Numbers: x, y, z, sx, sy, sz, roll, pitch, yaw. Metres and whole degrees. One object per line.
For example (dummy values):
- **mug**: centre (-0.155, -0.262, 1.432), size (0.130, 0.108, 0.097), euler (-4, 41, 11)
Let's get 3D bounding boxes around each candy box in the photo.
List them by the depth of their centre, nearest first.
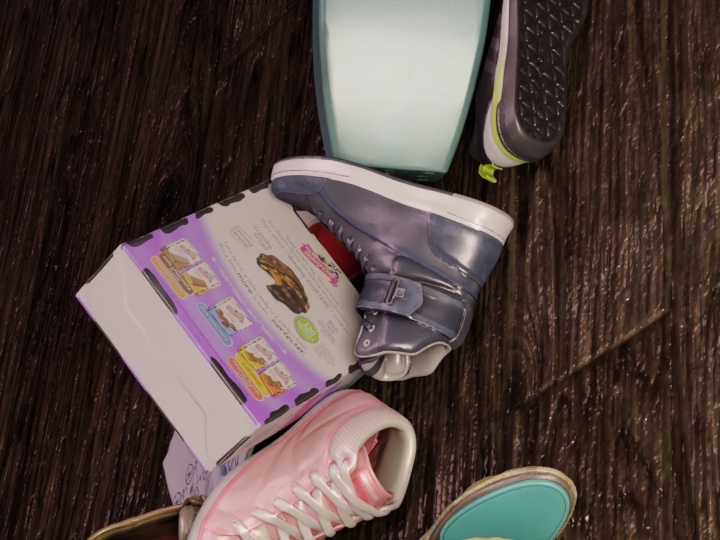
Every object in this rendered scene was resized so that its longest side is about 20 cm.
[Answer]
- **candy box**: centre (-0.090, 0.038, 1.765), size (0.072, 0.168, 0.200), euler (-43, -10, 35)

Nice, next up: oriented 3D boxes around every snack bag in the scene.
- **snack bag**: centre (-0.121, 0.131, 1.930), size (0.189, 0.021, 0.201), euler (-110, 34, -56)

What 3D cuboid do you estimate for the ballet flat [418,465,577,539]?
- **ballet flat**: centre (0.069, 0.186, 1.556), size (0.200, 0.070, 0.071), euler (-49, 29, 25)

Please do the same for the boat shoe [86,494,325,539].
- **boat shoe**: centre (-0.122, 0.209, 1.796), size (0.199, 0.067, 0.074), euler (-20, 45, 16)

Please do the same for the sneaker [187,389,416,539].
- **sneaker**: centre (-0.039, 0.168, 1.706), size (0.200, 0.076, 0.104), euler (-44, 26, -18)

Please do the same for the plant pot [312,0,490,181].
- **plant pot**: centre (0.027, -0.175, 1.839), size (0.141, 0.140, 0.202), euler (148, 126, -86)

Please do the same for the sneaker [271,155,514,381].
- **sneaker**: centre (0.000, 0.000, 1.758), size (0.201, 0.077, 0.147), euler (17, 82, 27)

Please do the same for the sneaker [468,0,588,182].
- **sneaker**: centre (0.116, -0.163, 1.786), size (0.083, 0.071, 0.201), euler (-26, 43, 52)

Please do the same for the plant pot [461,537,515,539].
- **plant pot**: centre (0.068, 0.291, 1.341), size (0.191, 0.199, 0.201), euler (-58, 24, 33)

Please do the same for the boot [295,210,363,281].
- **boot**: centre (-0.034, 0.021, 1.893), size (0.200, 0.072, 0.145), euler (-13, 55, 65)
